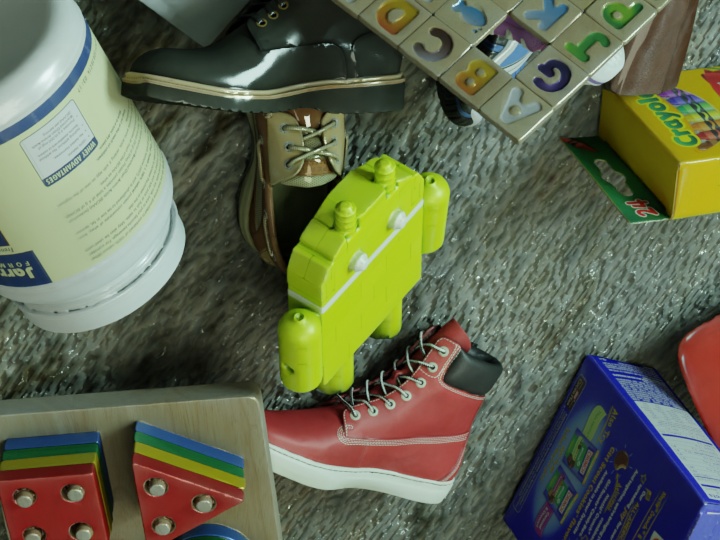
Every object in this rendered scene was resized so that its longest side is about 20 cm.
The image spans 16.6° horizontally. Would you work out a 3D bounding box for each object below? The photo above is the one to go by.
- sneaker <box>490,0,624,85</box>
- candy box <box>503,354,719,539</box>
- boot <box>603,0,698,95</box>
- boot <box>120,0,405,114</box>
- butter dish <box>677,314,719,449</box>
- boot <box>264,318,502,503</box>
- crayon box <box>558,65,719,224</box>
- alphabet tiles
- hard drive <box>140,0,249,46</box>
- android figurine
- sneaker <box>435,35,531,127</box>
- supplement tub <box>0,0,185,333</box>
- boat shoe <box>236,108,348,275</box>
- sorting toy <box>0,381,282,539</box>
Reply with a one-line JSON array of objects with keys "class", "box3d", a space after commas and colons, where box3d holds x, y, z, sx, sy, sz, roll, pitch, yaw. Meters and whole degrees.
[{"class": "sneaker", "box3d": [0.085, -0.171, 1.613, 0.073, 0.201, 0.114, 5, 132, -52]}, {"class": "candy box", "box3d": [0.212, 0.192, 1.910, 0.077, 0.200, 0.169, 10, 118, -30]}, {"class": "boot", "box3d": [0.195, -0.194, 1.687, 0.186, 0.064, 0.200, -23, 140, -51]}, {"class": "boot", "box3d": [-0.060, -0.171, 1.570, 0.200, 0.077, 0.138, -5, 101, -38]}, {"class": "butter dish", "box3d": [0.362, 0.108, 1.968, 0.199, 0.148, 0.200, -25, 87, -7]}, {"class": "boot", "box3d": [0.007, 0.091, 1.837, 0.200, 0.072, 0.144, 10, 113, -34]}, {"class": "crayon box", "box3d": [0.260, -0.096, 1.781, 0.200, 0.127, 0.051, -10, 126, -19]}, {"class": "alphabet tiles", "box3d": [0.078, -0.189, 1.545, 0.167, 0.200, 0.008, -44, 161, -22]}, {"class": "hard drive", "box3d": [-0.081, -0.252, 1.579, 0.200, 0.026, 0.132, -47, 129, 11]}, {"class": "android figurine", "box3d": [0.000, 0.000, 1.729, 0.182, 0.041, 0.200, -46, 156, -31]}, {"class": "sneaker", "box3d": [0.116, -0.183, 1.685, 0.077, 0.076, 0.200, 13, 115, -31]}, {"class": "supplement tub", "box3d": [-0.207, -0.071, 1.569, 0.145, 0.145, 0.200, -30, 129, -3]}, {"class": "boat shoe", "box3d": [-0.038, -0.084, 1.684, 0.076, 0.074, 0.200, -9, 126, -19]}, {"class": "sorting toy", "box3d": [-0.161, 0.185, 1.777, 0.199, 0.070, 0.200, -5, 126, 3]}]
